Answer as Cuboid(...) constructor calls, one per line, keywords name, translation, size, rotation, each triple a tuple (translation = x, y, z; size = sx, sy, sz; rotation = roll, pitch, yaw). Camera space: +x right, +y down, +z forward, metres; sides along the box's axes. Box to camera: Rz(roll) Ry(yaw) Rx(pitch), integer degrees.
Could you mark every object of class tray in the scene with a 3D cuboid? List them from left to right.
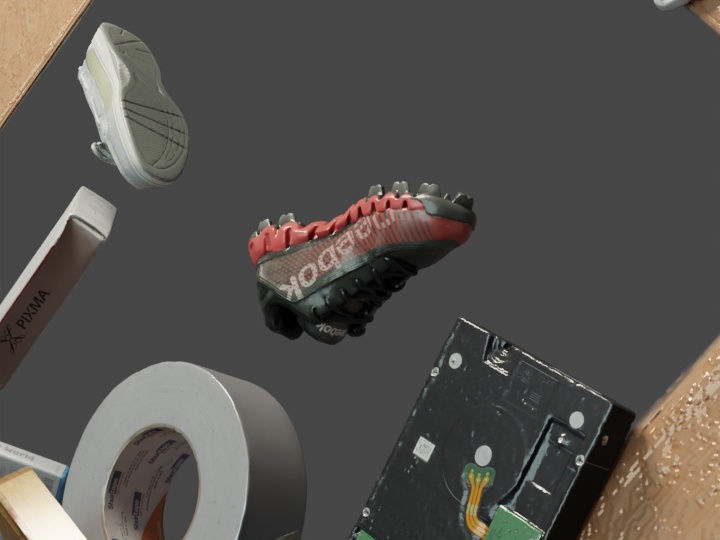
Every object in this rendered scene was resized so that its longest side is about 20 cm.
Cuboid(name="tray", translation=(-0.218, 0.249, 1.029), size=(0.098, 0.037, 0.202), rotation=(37, 141, 42))

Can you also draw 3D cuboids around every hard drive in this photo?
Cuboid(name="hard drive", translation=(0.074, 0.148, 0.902), size=(0.139, 0.038, 0.202), rotation=(28, 92, 43))

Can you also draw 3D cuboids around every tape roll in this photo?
Cuboid(name="tape roll", translation=(-0.134, 0.173, 1.052), size=(0.199, 0.066, 0.203), rotation=(-17, 63, 36))

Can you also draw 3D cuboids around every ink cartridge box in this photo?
Cuboid(name="ink cartridge box", translation=(-0.280, 0.039, 1.180), size=(0.201, 0.043, 0.174), rotation=(-53, 15, 12))

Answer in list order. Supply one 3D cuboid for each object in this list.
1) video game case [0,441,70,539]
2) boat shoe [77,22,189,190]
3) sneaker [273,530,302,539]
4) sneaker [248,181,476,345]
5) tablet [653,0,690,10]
Cuboid(name="video game case", translation=(-0.340, 0.179, 1.130), size=(0.018, 0.198, 0.144), rotation=(-73, 4, -58))
Cuboid(name="boat shoe", translation=(-0.202, -0.133, 1.222), size=(0.065, 0.074, 0.203), rotation=(-48, 46, 24))
Cuboid(name="sneaker", translation=(-0.088, 0.260, 0.954), size=(0.199, 0.075, 0.107), rotation=(-35, 75, 20))
Cuboid(name="sneaker", translation=(0.000, 0.000, 0.998), size=(0.199, 0.070, 0.099), rotation=(-15, 64, 38))
Cuboid(name="tablet", translation=(0.236, -0.281, 0.939), size=(0.129, 0.014, 0.202), rotation=(-23, 60, 33))
